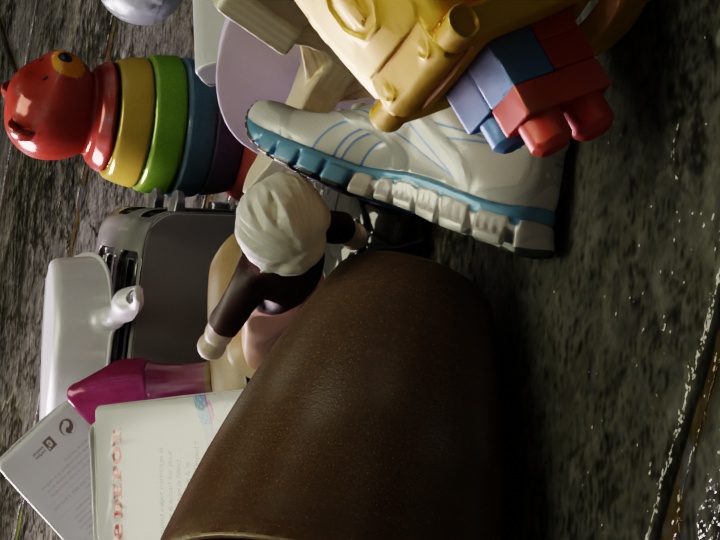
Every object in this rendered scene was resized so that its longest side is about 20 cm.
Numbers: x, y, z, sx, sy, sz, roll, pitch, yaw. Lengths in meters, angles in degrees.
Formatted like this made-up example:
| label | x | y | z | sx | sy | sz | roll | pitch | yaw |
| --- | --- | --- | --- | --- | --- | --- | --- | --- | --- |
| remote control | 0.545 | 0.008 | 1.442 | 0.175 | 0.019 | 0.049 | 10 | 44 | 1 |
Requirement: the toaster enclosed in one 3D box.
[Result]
| label | x | y | z | sx | sy | sz | roll | pitch | yaw |
| --- | --- | --- | --- | --- | --- | --- | --- | --- | --- |
| toaster | -0.126 | 0.044 | 2.017 | 0.181 | 0.118 | 0.201 | -168 | 84 | -74 |

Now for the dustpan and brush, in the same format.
| label | x | y | z | sx | sy | sz | roll | pitch | yaw |
| --- | --- | --- | --- | --- | --- | --- | --- | --- | --- |
| dustpan and brush | -0.189 | 0.040 | 1.949 | 0.200 | 0.057 | 0.140 | 125 | 147 | -71 |

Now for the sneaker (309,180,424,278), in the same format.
| label | x | y | z | sx | sy | sz | roll | pitch | yaw |
| --- | --- | --- | --- | --- | --- | --- | --- | --- | --- |
| sneaker | 0.000 | 0.000 | 1.694 | 0.091 | 0.076 | 0.201 | 161 | 112 | -64 |

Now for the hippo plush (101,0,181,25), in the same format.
| label | x | y | z | sx | sy | sz | roll | pitch | yaw |
| --- | --- | --- | --- | --- | --- | --- | --- | --- | --- |
| hippo plush | -0.108 | -0.248 | 1.993 | 0.159 | 0.160 | 0.201 | 158 | 118 | -72 |

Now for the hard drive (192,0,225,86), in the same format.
| label | x | y | z | sx | sy | sz | roll | pitch | yaw |
| --- | --- | --- | --- | --- | --- | --- | --- | --- | --- |
| hard drive | -0.052 | -0.228 | 1.878 | 0.026 | 0.131 | 0.201 | 51 | -151 | -53 |

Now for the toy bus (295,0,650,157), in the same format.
| label | x | y | z | sx | sy | sz | roll | pitch | yaw |
| --- | --- | --- | --- | --- | --- | --- | --- | --- | --- |
| toy bus | 0.076 | -0.148 | 1.377 | 0.192 | 0.199 | 0.136 | 57 | 146 | 12 |

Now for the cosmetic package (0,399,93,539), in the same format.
| label | x | y | z | sx | sy | sz | roll | pitch | yaw |
| --- | --- | --- | --- | --- | --- | --- | --- | --- | --- |
| cosmetic package | -0.151 | 0.182 | 1.881 | 0.074 | 0.200 | 0.102 | -41 | -4 | -2 |

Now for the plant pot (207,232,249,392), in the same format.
| label | x | y | z | sx | sy | sz | roll | pitch | yaw |
| --- | --- | --- | --- | --- | --- | --- | --- | --- | --- |
| plant pot | -0.078 | 0.072 | 1.842 | 0.200 | 0.027 | 0.201 | -6 | -90 | -87 |

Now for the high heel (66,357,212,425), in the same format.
| label | x | y | z | sx | sy | sz | roll | pitch | yaw |
| --- | --- | --- | --- | --- | --- | --- | --- | --- | --- |
| high heel | -0.134 | 0.123 | 1.863 | 0.200 | 0.095 | 0.068 | 80 | -174 | -62 |

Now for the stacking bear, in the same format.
| label | x | y | z | sx | sy | sz | roll | pitch | yaw |
| --- | --- | --- | --- | --- | --- | --- | --- | --- | --- |
| stacking bear | -0.167 | -0.114 | 2.072 | 0.122 | 0.199 | 0.114 | -102 | 25 | -48 |

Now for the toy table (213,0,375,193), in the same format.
| label | x | y | z | sx | sy | sz | roll | pitch | yaw |
| --- | --- | --- | --- | --- | --- | --- | --- | --- | --- |
| toy table | -0.005 | -0.126 | 1.604 | 0.201 | 0.183 | 0.117 | -61 | 13 | 24 |

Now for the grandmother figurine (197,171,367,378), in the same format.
| label | x | y | z | sx | sy | sz | roll | pitch | yaw |
| --- | --- | --- | --- | --- | --- | --- | --- | --- | --- |
| grandmother figurine | -0.047 | 0.004 | 1.569 | 0.121 | 0.060 | 0.200 | -50 | -13 | -21 |

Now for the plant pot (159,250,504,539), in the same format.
| label | x | y | z | sx | sy | sz | roll | pitch | yaw |
| --- | --- | --- | --- | --- | --- | --- | --- | --- | --- |
| plant pot | 0.002 | 0.098 | 1.495 | 0.187 | 0.186 | 0.201 | 127 | 162 | -60 |

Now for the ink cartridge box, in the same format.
| label | x | y | z | sx | sy | sz | roll | pitch | yaw |
| --- | --- | --- | --- | --- | --- | --- | --- | --- | --- |
| ink cartridge box | -0.066 | 0.146 | 1.658 | 0.199 | 0.084 | 0.145 | -8 | 81 | 42 |

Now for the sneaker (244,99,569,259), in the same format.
| label | x | y | z | sx | sy | sz | roll | pitch | yaw |
| --- | --- | --- | --- | --- | --- | --- | --- | --- | --- |
| sneaker | 0.030 | -0.072 | 1.504 | 0.075 | 0.199 | 0.087 | 17 | -89 | -63 |
